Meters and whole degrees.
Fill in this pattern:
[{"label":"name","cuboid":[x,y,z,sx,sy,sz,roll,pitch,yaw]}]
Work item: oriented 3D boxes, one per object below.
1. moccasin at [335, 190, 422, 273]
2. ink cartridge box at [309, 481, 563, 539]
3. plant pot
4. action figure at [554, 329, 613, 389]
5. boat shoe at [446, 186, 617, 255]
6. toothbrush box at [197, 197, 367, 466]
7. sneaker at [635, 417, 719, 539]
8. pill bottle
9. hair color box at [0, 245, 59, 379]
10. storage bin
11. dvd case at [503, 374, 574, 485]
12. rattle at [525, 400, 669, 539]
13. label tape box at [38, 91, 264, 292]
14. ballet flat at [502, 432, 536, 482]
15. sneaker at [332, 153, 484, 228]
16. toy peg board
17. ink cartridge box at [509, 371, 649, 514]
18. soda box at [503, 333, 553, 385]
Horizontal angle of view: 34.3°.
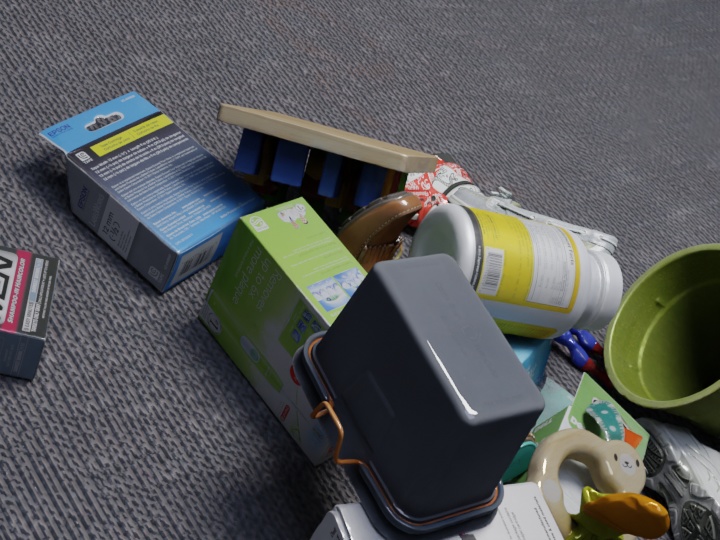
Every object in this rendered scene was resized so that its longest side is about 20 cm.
[{"label":"moccasin","cuboid":[-0.001,0.000,1.147,0.078,0.202,0.073,52,32,17]},{"label":"ink cartridge box","cuboid":[0.051,0.256,0.965,0.198,0.145,0.084,0,48,-30]},{"label":"plant pot","cuboid":[0.403,0.107,1.282,0.190,0.199,0.201,39,34,-31]},{"label":"action figure","cuboid":[0.228,0.039,1.324,0.199,0.099,0.065,32,40,6]},{"label":"boat shoe","cuboid":[0.186,-0.046,1.290,0.201,0.074,0.065,29,79,33]},{"label":"toothbrush box","cuboid":[-0.050,0.056,1.106,0.086,0.146,0.200,-23,63,-42]},{"label":"sneaker","cuboid":[0.365,0.235,1.222,0.099,0.078,0.201,-1,50,-35]},{"label":"pill bottle","cuboid":[0.153,0.006,1.133,0.198,0.112,0.113,11,44,-27]},{"label":"hair color box","cuboid":[-0.373,0.021,1.021,0.198,0.061,0.100,13,44,-17]},{"label":"storage bin","cuboid":[0.043,0.089,0.914,0.144,0.135,0.201,-7,52,-34]},{"label":"dvd case","cuboid":[0.132,0.152,1.210,0.146,0.022,0.200,37,43,8]},{"label":"rattle","cuboid":[0.244,0.170,1.064,0.130,0.143,0.199,44,46,16]},{"label":"label tape box","cuboid":[-0.221,-0.087,1.214,0.200,0.066,0.143,39,41,14]},{"label":"ballet flat","cuboid":[0.075,0.193,1.099,0.199,0.071,0.065,-19,39,-27]},{"label":"sneaker","cuboid":[0.068,-0.077,1.366,0.200,0.068,0.108,-15,55,-42]},{"label":"toy peg board","cuboid":[-0.037,-0.099,1.226,0.198,0.099,0.199,16,8,10]},{"label":"ink cartridge box","cuboid":[0.213,0.207,1.153,0.104,0.059,0.200,42,43,-7]},{"label":"soda box","cuboid":[0.131,0.098,1.145,0.067,0.065,0.200,19,19,20]}]
